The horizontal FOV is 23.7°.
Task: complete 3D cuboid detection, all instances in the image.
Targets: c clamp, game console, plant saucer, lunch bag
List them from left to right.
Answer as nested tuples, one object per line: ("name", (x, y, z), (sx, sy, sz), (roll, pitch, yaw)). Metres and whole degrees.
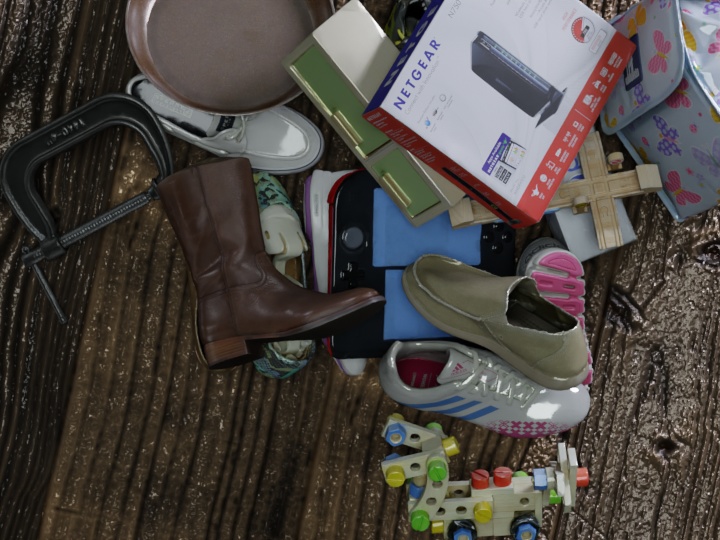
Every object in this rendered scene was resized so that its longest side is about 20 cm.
("c clamp", (-0.257, -0.070, 1.647), (0.200, 0.027, 0.171), (-32, 99, 14))
("plant saucer", (-0.123, -0.230, 1.630), (0.199, 0.032, 0.201), (1, 66, -3))
("game console", (0.059, -0.007, 1.632), (0.199, 0.031, 0.178), (-1, 91, -26))
("lunch bag", (0.309, -0.164, 1.592), (0.127, 0.170, 0.200), (-34, 92, -23))

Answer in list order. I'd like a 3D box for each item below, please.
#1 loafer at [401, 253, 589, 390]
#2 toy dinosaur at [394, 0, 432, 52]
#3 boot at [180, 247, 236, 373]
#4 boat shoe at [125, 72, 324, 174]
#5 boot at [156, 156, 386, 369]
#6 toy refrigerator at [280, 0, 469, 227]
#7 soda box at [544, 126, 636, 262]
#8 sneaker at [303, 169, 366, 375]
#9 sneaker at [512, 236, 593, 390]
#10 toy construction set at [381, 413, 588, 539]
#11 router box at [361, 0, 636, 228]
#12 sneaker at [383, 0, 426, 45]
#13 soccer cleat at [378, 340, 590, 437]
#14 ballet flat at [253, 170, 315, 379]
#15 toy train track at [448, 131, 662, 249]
("loafer", (0.127, 0.032, 1.561), (0.200, 0.076, 0.069), (30, 130, 22))
("toy dinosaur", (0.074, -0.223, 1.578), (0.088, 0.047, 0.201), (-3, 98, -21))
("boot", (-0.138, -0.001, 1.645), (0.073, 0.075, 0.201), (-6, 91, 1))
("boat shoe", (-0.131, -0.146, 1.645), (0.199, 0.066, 0.072), (23, 91, -1))
("boot", (-0.086, -0.028, 1.579), (0.186, 0.064, 0.201), (-17, 76, 10))
("toy refrigerator", (0.021, -0.141, 1.565), (0.070, 0.076, 0.200), (-43, 98, -29))
("soda box", (0.195, -0.109, 1.652), (0.068, 0.063, 0.201), (-22, 92, -3))
("sneaker", (0.000, 0.000, 1.647), (0.099, 0.075, 0.201), (-5, 92, -2))
("sneaker", (0.180, 0.053, 1.649), (0.073, 0.088, 0.201), (-6, 120, -3))
("toy construction set", (0.119, 0.201, 1.635), (0.199, 0.092, 0.132), (3, 118, 13))
("router box", (0.126, -0.169, 1.536), (0.179, 0.049, 0.201), (34, 74, -14))
("sneaker", (0.042, -0.208, 1.636), (0.074, 0.085, 0.201), (17, 90, 0))
("soccer cleat", (0.113, 0.107, 1.577), (0.199, 0.086, 0.070), (8, 66, 6))
("ballet flat", (-0.074, 0.002, 1.634), (0.074, 0.074, 0.201), (-7, 90, -1))
("toy train track", (0.180, -0.072, 1.588), (0.199, 0.033, 0.115), (-11, 72, 1))
